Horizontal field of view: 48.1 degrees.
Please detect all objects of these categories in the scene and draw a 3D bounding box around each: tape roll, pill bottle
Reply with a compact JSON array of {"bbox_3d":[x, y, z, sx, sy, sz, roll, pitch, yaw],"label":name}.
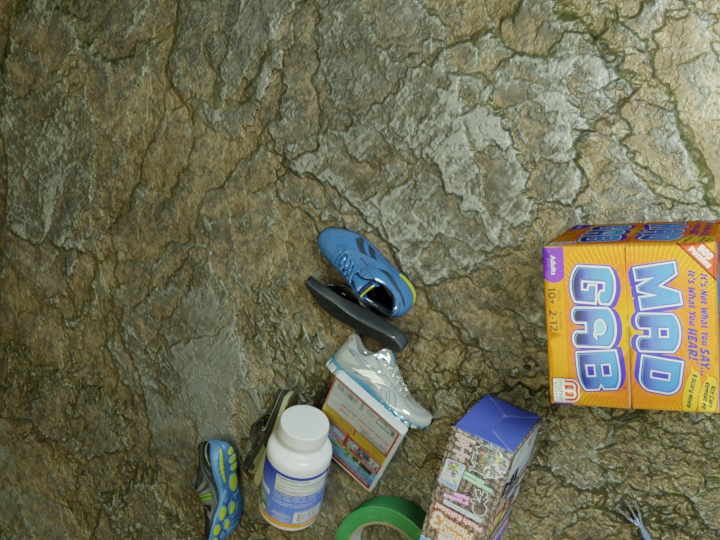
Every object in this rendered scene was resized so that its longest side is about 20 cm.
[{"bbox_3d":[0.051,0.487,1.364,0.198,0.048,0.203,5,102,26],"label":"tape roll"},{"bbox_3d":[-0.108,0.329,1.357,0.111,0.112,0.202,24,123,21],"label":"pill bottle"}]

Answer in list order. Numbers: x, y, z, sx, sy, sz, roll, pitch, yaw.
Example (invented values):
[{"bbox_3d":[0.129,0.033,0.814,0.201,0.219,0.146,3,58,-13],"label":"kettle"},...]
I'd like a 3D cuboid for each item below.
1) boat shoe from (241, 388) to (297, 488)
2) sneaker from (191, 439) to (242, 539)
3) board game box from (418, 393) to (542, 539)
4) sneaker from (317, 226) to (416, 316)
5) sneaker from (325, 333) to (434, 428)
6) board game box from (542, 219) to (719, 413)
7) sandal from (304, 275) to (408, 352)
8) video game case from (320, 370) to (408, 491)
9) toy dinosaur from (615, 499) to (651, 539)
[{"bbox_3d":[-0.167,0.292,1.427,0.065,0.072,0.203,25,114,15],"label":"boat shoe"},{"bbox_3d":[-0.272,0.412,1.511,0.082,0.070,0.203,6,101,40],"label":"sneaker"},{"bbox_3d":[0.180,0.313,1.204,0.096,0.159,0.202,21,108,23],"label":"board game box"},{"bbox_3d":[0.000,0.000,1.285,0.200,0.078,0.066,41,116,16],"label":"sneaker"},{"bbox_3d":[0.042,0.175,1.302,0.199,0.075,0.087,35,98,12],"label":"sneaker"},{"bbox_3d":[0.358,0.050,1.040,0.197,0.199,0.203,-1,100,27],"label":"board game box"},{"bbox_3d":[-0.004,0.066,1.313,0.199,0.076,0.043,31,70,17],"label":"sandal"},{"bbox_3d":[-0.007,0.267,1.324,0.143,0.017,0.201,39,139,16],"label":"video game case"},{"bbox_3d":[0.402,0.444,1.161,0.180,0.105,0.202,-5,110,48],"label":"toy dinosaur"}]
